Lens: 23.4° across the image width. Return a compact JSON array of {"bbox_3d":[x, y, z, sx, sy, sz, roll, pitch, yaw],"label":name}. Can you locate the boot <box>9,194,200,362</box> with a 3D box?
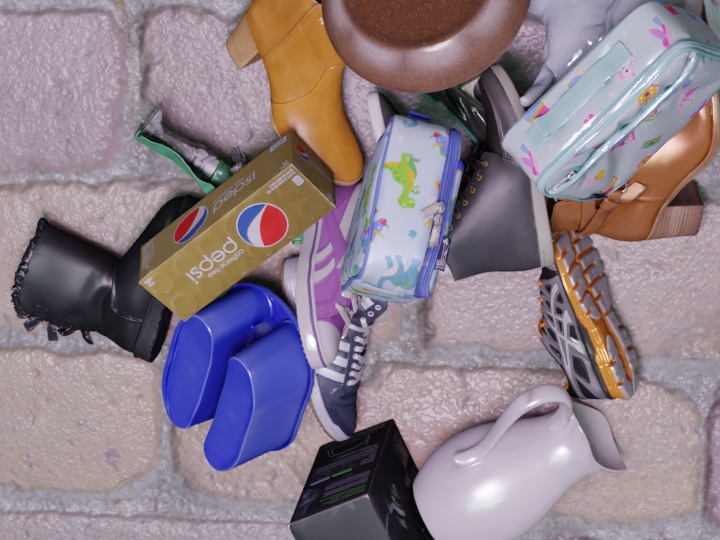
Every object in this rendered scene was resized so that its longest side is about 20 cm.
[{"bbox_3d":[-0.263,-0.009,1.785,0.162,0.073,0.199,22,111,5],"label":"boot"}]

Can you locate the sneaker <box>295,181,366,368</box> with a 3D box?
[{"bbox_3d":[0.000,-0.001,1.685,0.114,0.073,0.202,-1,64,13],"label":"sneaker"}]

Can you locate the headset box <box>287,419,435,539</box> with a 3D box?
[{"bbox_3d":[0.017,0.278,1.766,0.092,0.200,0.175,-22,105,15],"label":"headset box"}]

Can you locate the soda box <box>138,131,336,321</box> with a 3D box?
[{"bbox_3d":[-0.120,-0.041,1.671,0.200,0.064,0.068,-36,120,19],"label":"soda box"}]

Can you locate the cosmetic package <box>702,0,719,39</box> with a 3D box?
[{"bbox_3d":[0.385,-0.284,1.599,0.150,0.052,0.201,-12,106,10],"label":"cosmetic package"}]

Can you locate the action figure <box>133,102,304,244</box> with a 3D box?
[{"bbox_3d":[-0.131,-0.090,1.728,0.200,0.118,0.055,36,98,-13],"label":"action figure"}]

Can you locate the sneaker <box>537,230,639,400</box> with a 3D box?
[{"bbox_3d":[0.208,0.043,1.727,0.077,0.078,0.201,-15,99,35],"label":"sneaker"}]

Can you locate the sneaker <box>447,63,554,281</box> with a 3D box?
[{"bbox_3d":[0.114,-0.087,1.631,0.106,0.075,0.201,-13,104,0],"label":"sneaker"}]

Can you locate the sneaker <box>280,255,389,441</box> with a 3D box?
[{"bbox_3d":[-0.007,0.074,1.770,0.108,0.070,0.201,-11,104,14],"label":"sneaker"}]

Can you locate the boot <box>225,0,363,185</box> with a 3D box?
[{"bbox_3d":[-0.035,-0.189,1.661,0.201,0.071,0.144,51,136,-2],"label":"boot"}]

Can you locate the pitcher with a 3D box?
[{"bbox_3d":[0.145,0.192,1.745,0.199,0.122,0.172,-29,137,14],"label":"pitcher"}]

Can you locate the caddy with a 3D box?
[{"bbox_3d":[-0.118,0.106,1.759,0.141,0.105,0.201,45,138,25],"label":"caddy"}]

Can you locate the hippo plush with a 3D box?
[{"bbox_3d":[0.200,-0.244,1.614,0.200,0.159,0.161,-36,69,3],"label":"hippo plush"}]

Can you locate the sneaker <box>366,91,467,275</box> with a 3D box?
[{"bbox_3d":[0.082,-0.101,1.701,0.099,0.071,0.201,-24,108,12],"label":"sneaker"}]

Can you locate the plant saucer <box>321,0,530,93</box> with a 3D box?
[{"bbox_3d":[0.055,-0.260,1.557,0.199,0.037,0.202,-4,75,15],"label":"plant saucer"}]

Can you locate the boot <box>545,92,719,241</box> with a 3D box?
[{"bbox_3d":[0.254,-0.118,1.650,0.154,0.077,0.201,1,126,-5],"label":"boot"}]

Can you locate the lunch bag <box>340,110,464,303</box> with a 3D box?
[{"bbox_3d":[0.037,-0.054,1.568,0.082,0.200,0.162,12,84,-4],"label":"lunch bag"}]

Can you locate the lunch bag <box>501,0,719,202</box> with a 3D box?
[{"bbox_3d":[0.225,-0.142,1.522,0.200,0.160,0.077,-46,70,22],"label":"lunch bag"}]

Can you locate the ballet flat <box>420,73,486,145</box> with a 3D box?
[{"bbox_3d":[0.093,-0.179,1.677,0.200,0.068,0.068,38,100,-16],"label":"ballet flat"}]
